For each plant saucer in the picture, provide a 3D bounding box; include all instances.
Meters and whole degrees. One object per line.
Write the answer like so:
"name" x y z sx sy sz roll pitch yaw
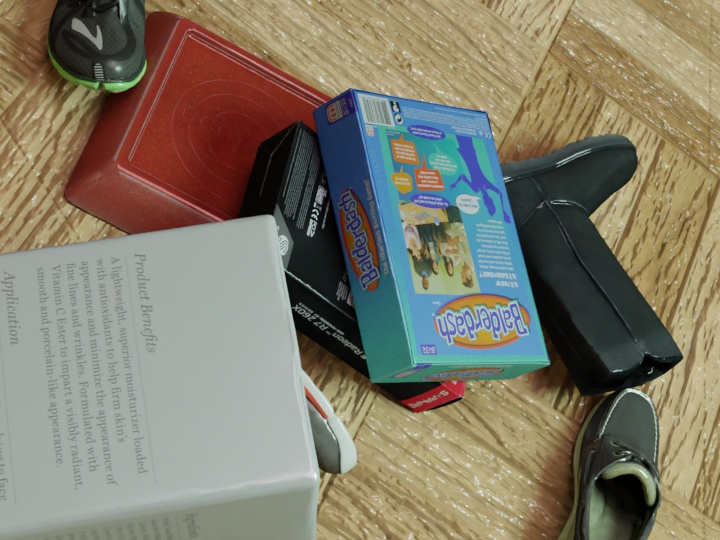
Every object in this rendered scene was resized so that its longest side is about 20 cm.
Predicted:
"plant saucer" -0.093 -0.090 1.153 0.199 0.037 0.201 28 51 -13

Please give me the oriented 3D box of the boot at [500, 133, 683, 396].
"boot" 0.198 -0.006 1.230 0.164 0.066 0.200 -18 59 -24

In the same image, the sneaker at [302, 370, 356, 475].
"sneaker" -0.091 0.079 1.046 0.200 0.077 0.082 43 77 0

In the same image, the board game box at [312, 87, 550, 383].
"board game box" 0.051 -0.022 1.102 0.152 0.045 0.201 4 68 -46

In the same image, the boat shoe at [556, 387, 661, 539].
"boat shoe" 0.193 0.164 1.144 0.072 0.066 0.201 31 50 -6

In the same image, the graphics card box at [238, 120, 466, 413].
"graphics card box" 0.000 0.000 1.110 0.200 0.051 0.126 36 49 -30

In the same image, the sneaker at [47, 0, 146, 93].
"sneaker" -0.188 -0.215 1.135 0.076 0.084 0.201 3 56 -10

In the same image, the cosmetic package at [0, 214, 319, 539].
"cosmetic package" -0.133 0.087 0.900 0.199 0.165 0.166 -7 65 -7
